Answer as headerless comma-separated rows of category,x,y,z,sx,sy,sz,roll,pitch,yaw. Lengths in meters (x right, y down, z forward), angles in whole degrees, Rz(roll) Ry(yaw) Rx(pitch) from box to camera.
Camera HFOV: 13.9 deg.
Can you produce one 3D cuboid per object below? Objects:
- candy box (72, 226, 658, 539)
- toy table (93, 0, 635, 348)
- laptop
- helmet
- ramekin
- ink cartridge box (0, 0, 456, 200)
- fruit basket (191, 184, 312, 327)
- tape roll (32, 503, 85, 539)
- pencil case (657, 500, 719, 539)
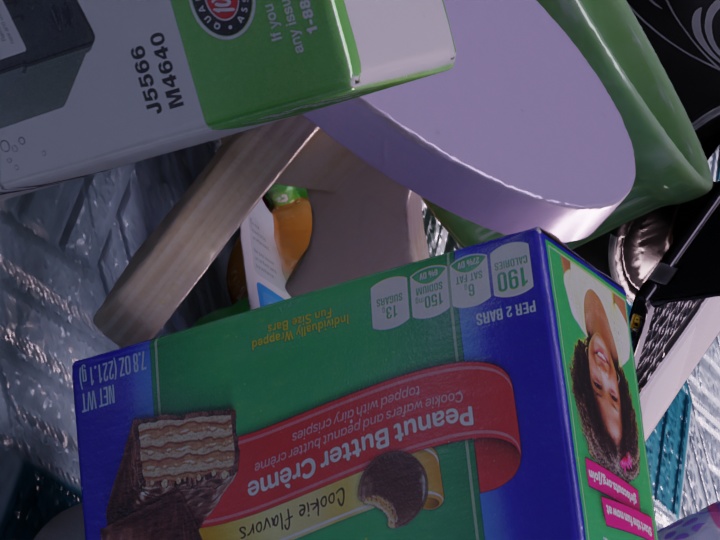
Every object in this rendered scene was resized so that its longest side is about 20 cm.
candy box,0.005,0.109,0.884,0.077,0.168,0.201,26,52,-58
toy table,-0.021,-0.055,0.992,0.200,0.117,0.184,45,34,2
laptop,0.192,0.009,1.235,0.187,0.115,0.201,-47,156,-50
helmet,0.136,-0.093,1.408,0.191,0.200,0.200,54,6,36
ramekin,0.055,-0.096,1.222,0.200,0.097,0.200,56,12,-18
ink cartridge box,-0.092,-0.098,0.836,0.084,0.199,0.146,-22,96,-66
fruit basket,0.000,0.000,1.148,0.185,0.093,0.201,46,32,-51
tape roll,-0.055,0.171,0.973,0.203,0.037,0.204,-14,90,-69
pencil case,0.085,0.166,1.101,0.199,0.083,0.091,-29,106,-24
